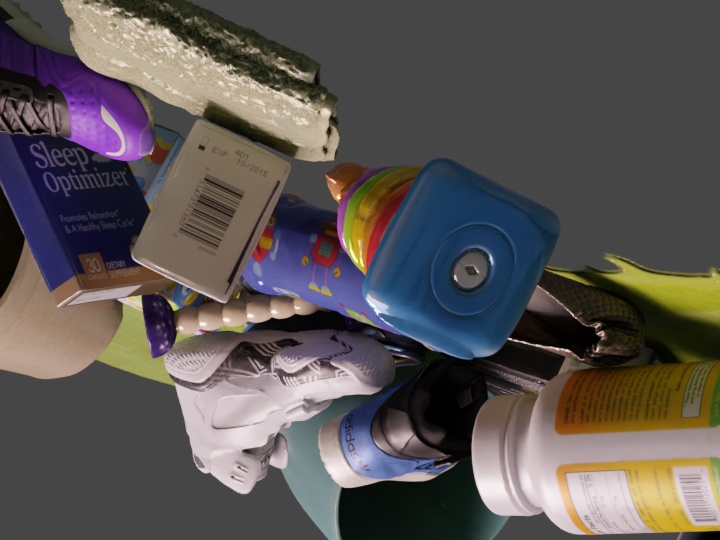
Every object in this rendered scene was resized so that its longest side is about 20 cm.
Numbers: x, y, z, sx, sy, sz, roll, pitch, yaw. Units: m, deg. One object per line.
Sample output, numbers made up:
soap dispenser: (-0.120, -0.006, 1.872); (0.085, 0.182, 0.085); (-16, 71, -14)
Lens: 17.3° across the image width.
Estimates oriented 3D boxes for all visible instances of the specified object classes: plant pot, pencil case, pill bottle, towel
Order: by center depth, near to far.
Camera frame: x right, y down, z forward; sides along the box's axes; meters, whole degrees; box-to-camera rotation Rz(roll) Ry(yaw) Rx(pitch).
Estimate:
towel: (-0.102, -0.130, 1.502); (0.199, 0.037, 0.148); (27, 167, 7)
pill bottle: (0.181, 0.119, 1.581); (0.199, 0.112, 0.111); (-5, 152, 29)
pencil case: (0.000, 0.000, 1.710); (0.199, 0.078, 0.087); (17, 164, 42)
plant pot: (-0.293, 0.003, 1.944); (0.200, 0.201, 0.183); (19, 173, 35)
plant pot: (0.019, 0.140, 1.996); (0.200, 0.201, 0.161); (39, 177, -43)

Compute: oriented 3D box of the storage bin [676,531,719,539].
storage bin: (0.334, 0.194, 1.690); (0.199, 0.146, 0.134); (26, -165, 8)

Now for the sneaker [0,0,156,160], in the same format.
sneaker: (-0.232, -0.116, 1.602); (0.200, 0.099, 0.070); (31, 138, 25)

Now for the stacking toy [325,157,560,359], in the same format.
stacking toy: (0.025, -0.031, 1.531); (0.116, 0.110, 0.200); (24, -174, -32)

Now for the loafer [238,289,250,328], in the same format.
loafer: (-0.052, 0.057, 2.070); (0.071, 0.073, 0.200); (15, 163, 39)

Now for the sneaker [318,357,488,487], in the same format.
sneaker: (0.064, 0.111, 1.784); (0.111, 0.077, 0.200); (-24, 170, 31)

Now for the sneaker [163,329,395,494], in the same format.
sneaker: (-0.057, 0.109, 1.840); (0.199, 0.116, 0.075); (0, -164, 29)

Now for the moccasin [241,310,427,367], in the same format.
moccasin: (-0.028, 0.063, 1.890); (0.080, 0.069, 0.200); (23, 150, -38)

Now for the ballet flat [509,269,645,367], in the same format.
ballet flat: (0.094, 0.021, 1.581); (0.199, 0.068, 0.046); (20, -152, 7)

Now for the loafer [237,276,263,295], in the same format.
loafer: (-0.056, -0.001, 1.915); (0.071, 0.063, 0.200); (-12, 162, 8)

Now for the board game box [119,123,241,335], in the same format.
board game box: (-0.169, -0.039, 1.863); (0.105, 0.103, 0.200); (22, 167, 26)

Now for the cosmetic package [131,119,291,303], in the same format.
cosmetic package: (-0.098, -0.041, 1.606); (0.071, 0.106, 0.200); (26, -178, -3)

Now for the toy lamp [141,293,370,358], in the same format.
toy lamp: (-0.065, 0.028, 1.813); (0.199, 0.059, 0.058); (-9, 165, 0)

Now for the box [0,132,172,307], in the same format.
box: (-0.213, -0.073, 1.697); (0.121, 0.032, 0.201); (-9, -111, -59)

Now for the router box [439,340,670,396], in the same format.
router box: (0.164, 0.084, 1.757); (0.199, 0.051, 0.149); (18, 166, 41)
